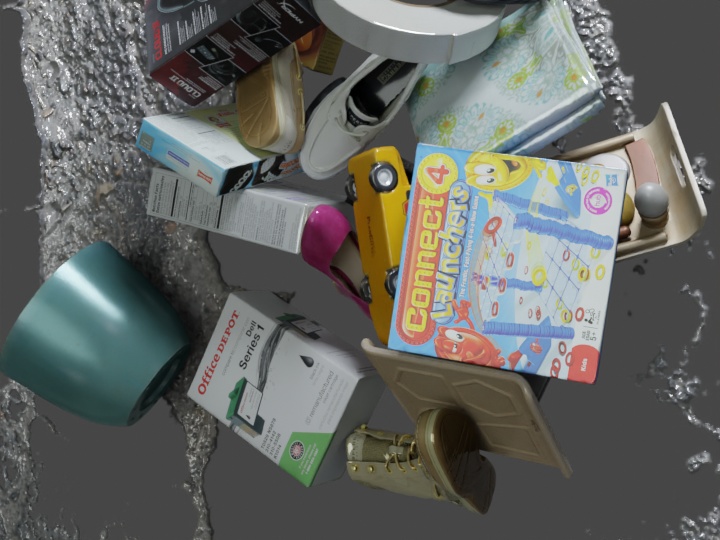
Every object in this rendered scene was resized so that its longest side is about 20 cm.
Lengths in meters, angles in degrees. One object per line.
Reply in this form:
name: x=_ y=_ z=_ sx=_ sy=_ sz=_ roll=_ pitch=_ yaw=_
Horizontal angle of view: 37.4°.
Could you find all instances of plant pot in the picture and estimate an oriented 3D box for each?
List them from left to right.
plant pot: x=-0.304 y=0.092 z=1.285 sx=0.161 sy=0.201 sz=0.201 roll=36 pitch=107 yaw=4

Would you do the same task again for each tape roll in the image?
tape roll: x=0.050 y=-0.285 z=1.095 sx=0.203 sy=0.203 sz=0.037 roll=32 pitch=138 yaw=19

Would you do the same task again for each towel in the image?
towel: x=0.141 y=-0.180 z=1.086 sx=0.200 sy=0.048 sz=0.171 roll=-31 pitch=43 yaw=20

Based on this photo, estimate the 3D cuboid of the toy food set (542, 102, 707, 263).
toy food set: x=0.223 y=-0.078 z=1.050 sx=0.199 sy=0.060 sz=0.144 roll=-16 pitch=57 yaw=12

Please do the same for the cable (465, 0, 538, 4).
cable: x=0.105 y=-0.330 z=1.088 sx=0.200 sy=0.163 sz=0.051 roll=33 pitch=136 yaw=18

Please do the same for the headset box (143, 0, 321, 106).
headset box: x=-0.150 y=-0.284 z=1.141 sx=0.200 sy=0.077 sz=0.149 roll=-26 pitch=55 yaw=24

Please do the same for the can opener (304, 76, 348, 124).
can opener: x=0.013 y=-0.208 z=1.183 sx=0.200 sy=0.063 sz=0.079 roll=-43 pitch=83 yaw=21

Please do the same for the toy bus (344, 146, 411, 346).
toy bus: x=0.041 y=-0.025 z=1.096 sx=0.065 sy=0.078 sz=0.201 roll=-14 pitch=83 yaw=62

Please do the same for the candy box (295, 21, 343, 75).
candy box: x=-0.058 y=-0.338 z=1.213 sx=0.116 sy=0.056 sz=0.201 roll=24 pitch=102 yaw=21

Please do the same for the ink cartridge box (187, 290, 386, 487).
ink cartridge box: x=-0.086 y=0.131 z=1.230 sx=0.200 sy=0.084 sz=0.146 roll=31 pitch=105 yaw=26

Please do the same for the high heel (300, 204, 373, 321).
high heel: x=0.000 y=0.000 z=1.141 sx=0.096 sy=0.200 sz=0.067 roll=28 pitch=69 yaw=25

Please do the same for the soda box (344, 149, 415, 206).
soda box: x=0.087 y=-0.058 z=1.161 sx=0.200 sy=0.063 sz=0.071 roll=32 pitch=106 yaw=18

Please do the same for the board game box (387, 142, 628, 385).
board game box: x=0.138 y=-0.008 z=0.998 sx=0.195 sy=0.056 sz=0.201 roll=8 pitch=92 yaw=14

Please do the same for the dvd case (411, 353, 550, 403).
dvd case: x=0.135 y=0.076 z=1.126 sx=0.150 sy=0.025 sz=0.200 roll=32 pitch=131 yaw=19

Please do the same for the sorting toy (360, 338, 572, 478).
sorting toy: x=0.113 y=0.137 z=1.099 sx=0.200 sy=0.185 sz=0.037 roll=13 pitch=60 yaw=34

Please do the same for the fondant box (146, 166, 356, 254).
fondant box: x=-0.118 y=-0.072 z=1.209 sx=0.199 sy=0.144 sz=0.058 roll=16 pitch=102 yaw=23

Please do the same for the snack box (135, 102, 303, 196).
snack box: x=-0.139 y=-0.140 z=1.183 sx=0.116 sy=0.200 sz=0.037 roll=32 pitch=117 yaw=20

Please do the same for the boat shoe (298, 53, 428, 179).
boat shoe: x=0.001 y=-0.169 z=1.130 sx=0.072 sy=0.066 sz=0.200 roll=43 pitch=112 yaw=-11

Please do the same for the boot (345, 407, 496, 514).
boot: x=0.050 y=0.194 z=1.136 sx=0.155 sy=0.200 sz=0.073 roll=8 pitch=65 yaw=26

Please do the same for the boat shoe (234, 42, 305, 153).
boat shoe: x=-0.098 y=-0.218 z=1.175 sx=0.074 sy=0.069 sz=0.201 roll=-17 pitch=67 yaw=33
